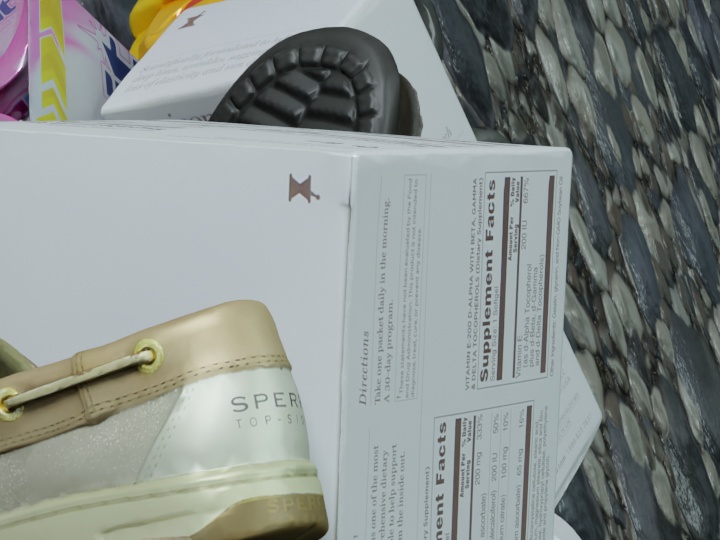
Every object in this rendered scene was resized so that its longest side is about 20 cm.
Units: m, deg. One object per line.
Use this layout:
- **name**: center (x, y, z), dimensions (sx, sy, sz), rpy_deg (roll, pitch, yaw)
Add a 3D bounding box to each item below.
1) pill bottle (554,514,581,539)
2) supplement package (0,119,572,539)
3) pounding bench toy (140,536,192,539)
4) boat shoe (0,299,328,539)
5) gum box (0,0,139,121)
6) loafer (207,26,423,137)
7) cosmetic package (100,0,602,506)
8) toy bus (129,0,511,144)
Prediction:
- **pill bottle**: center (0.047, 0.175, 1.039), dimensions (0.113, 0.111, 0.200), rpy_deg (64, 21, -15)
- **supplement package**: center (-0.036, 0.061, 0.703), dimensions (0.111, 0.155, 0.202), rpy_deg (-4, 98, -55)
- **pounding bench toy**: center (-0.140, 0.153, 0.569), dimensions (0.155, 0.200, 0.125), rpy_deg (1, 68, -35)
- **boat shoe**: center (-0.097, 0.048, 0.640), dimensions (0.074, 0.199, 0.067), rpy_deg (11, 73, -62)
- **gum box**: center (-0.109, -0.003, 0.859), dimensions (0.114, 0.066, 0.201), rpy_deg (46, 31, -51)
- **loafer**: center (-0.020, 0.019, 0.802), dimensions (0.071, 0.073, 0.202), rpy_deg (-4, 112, -56)
- **cosmetic package**: center (0.000, 0.000, 0.887), dimensions (0.201, 0.101, 0.074), rpy_deg (62, 41, -25)
- **toy bus**: center (-0.035, -0.013, 1.011), dimensions (0.201, 0.135, 0.192), rpy_deg (60, 38, -22)
